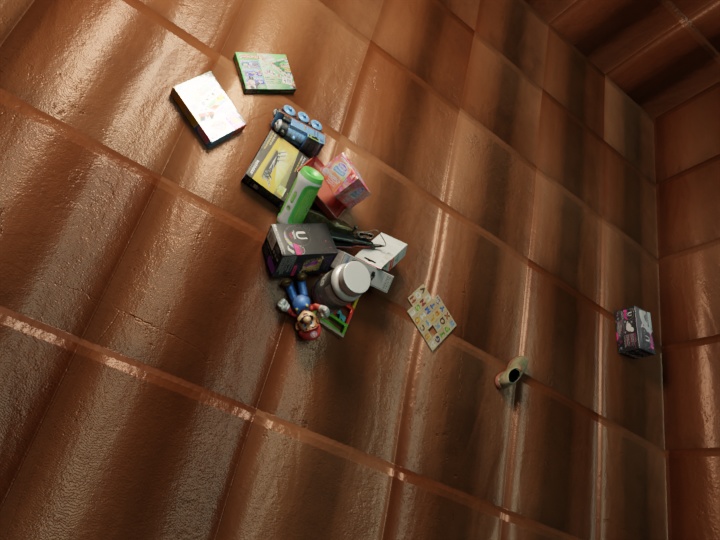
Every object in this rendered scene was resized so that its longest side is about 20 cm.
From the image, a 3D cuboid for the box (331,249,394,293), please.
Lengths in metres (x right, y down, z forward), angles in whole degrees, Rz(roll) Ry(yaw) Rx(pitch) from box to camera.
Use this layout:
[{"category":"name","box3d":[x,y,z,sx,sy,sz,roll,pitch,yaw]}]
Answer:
[{"category":"box","box3d":[0.000,0.000,1.801,0.196,0.116,0.062,25,90,-25]}]

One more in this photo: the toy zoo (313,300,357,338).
[{"category":"toy zoo","box3d":[-0.075,0.099,1.782,0.130,0.020,0.204,35,57,-18]}]

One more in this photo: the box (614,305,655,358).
[{"category":"box","box3d":[1.278,0.289,2.564,0.129,0.114,0.206,18,64,-26]}]

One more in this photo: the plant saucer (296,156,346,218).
[{"category":"plant saucer","box3d":[-0.124,-0.271,1.831,0.201,0.036,0.200,49,27,-10]}]

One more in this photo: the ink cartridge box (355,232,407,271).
[{"category":"ink cartridge box","box3d":[0.068,-0.050,1.857,0.107,0.052,0.200,25,37,19]}]

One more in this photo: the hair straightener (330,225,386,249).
[{"category":"hair straightener","box3d":[-0.010,-0.105,1.800,0.193,0.079,0.041,7,32,-4]}]

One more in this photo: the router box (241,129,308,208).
[{"category":"router box","box3d":[-0.273,-0.327,1.781,0.155,0.052,0.204,33,58,-20]}]

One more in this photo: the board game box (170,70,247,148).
[{"category":"board game box","box3d":[-0.471,-0.502,1.718,0.152,0.040,0.202,-39,96,-37]}]

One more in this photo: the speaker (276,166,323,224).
[{"category":"speaker","box3d":[-0.189,-0.215,1.705,0.087,0.203,0.089,25,24,-13]}]

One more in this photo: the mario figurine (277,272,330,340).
[{"category":"mario figurine","box3d":[-0.170,0.110,1.654,0.105,0.122,0.205,-2,68,-58]}]

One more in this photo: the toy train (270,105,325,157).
[{"category":"toy train","box3d":[-0.206,-0.469,1.843,0.196,0.087,0.117,23,44,-26]}]

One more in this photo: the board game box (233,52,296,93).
[{"category":"board game box","box3d":[-0.325,-0.675,1.886,0.196,0.029,0.138,-12,80,-36]}]

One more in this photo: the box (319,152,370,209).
[{"category":"box","box3d":[-0.045,-0.282,1.766,0.104,0.093,0.200,60,8,13]}]

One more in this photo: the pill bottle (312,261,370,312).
[{"category":"pill bottle","box3d":[-0.058,0.048,1.673,0.111,0.199,0.118,12,66,-28]}]

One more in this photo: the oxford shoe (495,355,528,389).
[{"category":"oxford shoe","box3d":[0.594,0.386,2.095,0.198,0.074,0.072,-34,92,-37]}]

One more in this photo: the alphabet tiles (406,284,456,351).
[{"category":"alphabet tiles","box3d":[0.251,0.159,1.988,0.166,0.007,0.203,-36,95,-37]}]

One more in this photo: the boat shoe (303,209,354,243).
[{"category":"boat shoe","box3d":[-0.111,-0.152,1.827,0.195,0.073,0.068,22,29,-20]}]

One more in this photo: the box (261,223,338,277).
[{"category":"box","box3d":[-0.186,-0.065,1.695,0.195,0.107,0.124,-5,55,-35]}]
